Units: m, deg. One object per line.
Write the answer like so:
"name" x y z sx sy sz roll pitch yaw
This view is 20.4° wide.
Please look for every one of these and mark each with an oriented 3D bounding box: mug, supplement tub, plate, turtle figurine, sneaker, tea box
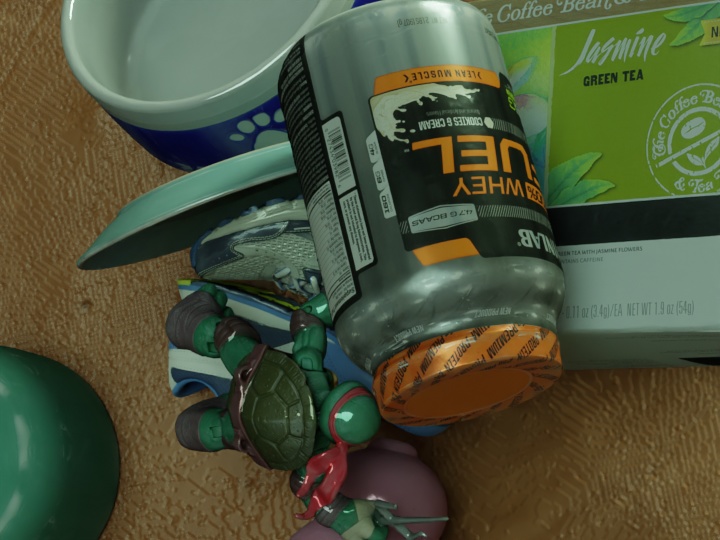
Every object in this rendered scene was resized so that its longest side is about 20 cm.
"mug" -0.234 0.133 1.252 0.152 0.114 0.185 -43 69 8
"supplement tub" 0.034 -0.029 1.035 0.122 0.122 0.201 -20 70 16
"plate" -0.076 -0.045 1.178 0.199 0.200 0.026 -21 87 16
"turtle figurine" -0.030 0.070 1.100 0.200 0.100 0.150 11 91 48
"sneaker" 0.000 0.000 1.180 0.199 0.077 0.086 -4 80 -5
"sneaker" -0.033 0.068 1.216 0.199 0.074 0.083 21 94 27
"tea box" 0.157 -0.050 1.105 0.199 0.133 0.198 -5 77 38

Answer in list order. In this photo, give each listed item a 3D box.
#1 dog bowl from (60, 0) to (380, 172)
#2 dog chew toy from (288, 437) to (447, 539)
"dog bowl" -0.081 -0.162 1.233 0.199 0.079 0.201 -13 56 20
"dog chew toy" -0.001 0.197 1.158 0.124 0.125 0.201 7 75 21
